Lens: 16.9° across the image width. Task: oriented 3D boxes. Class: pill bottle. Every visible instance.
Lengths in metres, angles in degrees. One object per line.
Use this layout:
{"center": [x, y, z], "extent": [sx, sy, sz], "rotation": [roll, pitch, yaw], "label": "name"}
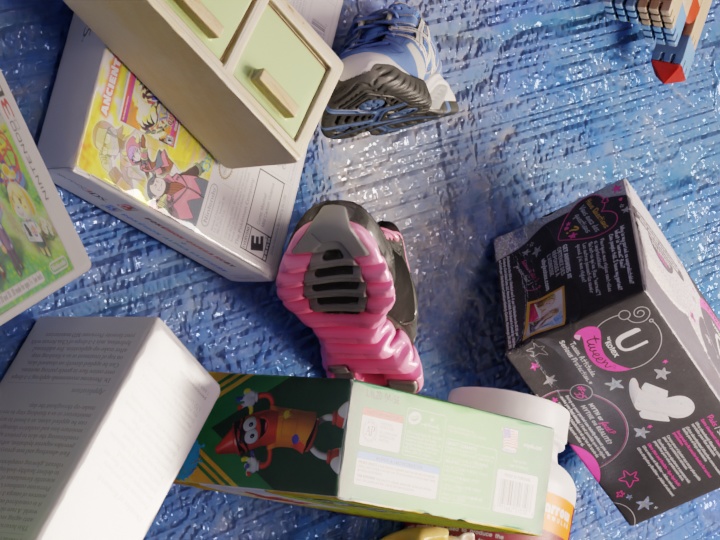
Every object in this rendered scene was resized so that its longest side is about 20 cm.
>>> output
{"center": [0.083, 0.185, 1.626], "extent": [0.113, 0.112, 0.201], "rotation": [26, 69, -46], "label": "pill bottle"}

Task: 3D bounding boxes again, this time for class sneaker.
{"center": [0.000, 0.000, 1.543], "extent": [0.200, 0.078, 0.096], "rotation": [73, 26, -58], "label": "sneaker"}
{"center": [0.009, -0.130, 1.557], "extent": [0.200, 0.075, 0.078], "rotation": [-10, 84, -80], "label": "sneaker"}

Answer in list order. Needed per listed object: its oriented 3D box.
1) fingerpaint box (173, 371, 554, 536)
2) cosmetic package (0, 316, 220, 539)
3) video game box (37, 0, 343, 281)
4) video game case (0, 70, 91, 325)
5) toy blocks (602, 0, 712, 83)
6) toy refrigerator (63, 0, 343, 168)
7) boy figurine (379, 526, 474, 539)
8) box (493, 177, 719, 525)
{"center": [-0.007, 0.110, 1.482], "extent": [0.199, 0.166, 0.074], "rotation": [16, 78, -47], "label": "fingerpaint box"}
{"center": [-0.171, 0.124, 1.340], "extent": [0.071, 0.101, 0.201], "rotation": [51, 54, -36], "label": "cosmetic package"}
{"center": [-0.101, -0.117, 1.472], "extent": [0.182, 0.047, 0.201], "rotation": [32, 65, -46], "label": "video game box"}
{"center": [-0.216, -0.061, 1.257], "extent": [0.183, 0.022, 0.200], "rotation": [65, 17, -5], "label": "video game case"}
{"center": [0.227, -0.233, 1.812], "extent": [0.200, 0.099, 0.137], "rotation": [61, 46, -60], "label": "toy blocks"}
{"center": [-0.098, -0.150, 1.391], "extent": [0.200, 0.070, 0.076], "rotation": [47, 55, -36], "label": "toy refrigerator"}
{"center": [0.039, 0.213, 1.521], "extent": [0.125, 0.198, 0.065], "rotation": [-84, 172, -49], "label": "boy figurine"}
{"center": [0.192, 0.058, 1.724], "extent": [0.200, 0.114, 0.133], "rotation": [53, 22, -35], "label": "box"}
